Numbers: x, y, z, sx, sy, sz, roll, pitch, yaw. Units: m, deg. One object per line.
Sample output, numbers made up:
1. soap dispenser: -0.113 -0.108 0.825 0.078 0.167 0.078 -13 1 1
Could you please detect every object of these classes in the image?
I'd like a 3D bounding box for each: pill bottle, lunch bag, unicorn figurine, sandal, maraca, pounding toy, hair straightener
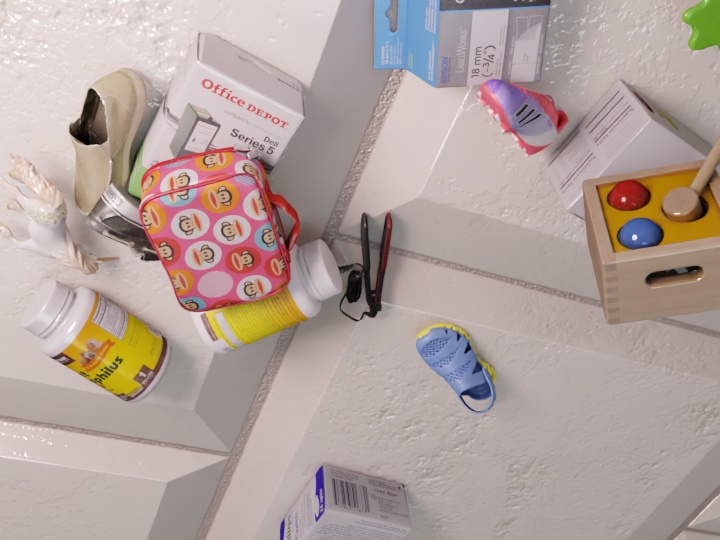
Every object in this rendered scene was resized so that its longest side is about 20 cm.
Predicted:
1. pill bottle: -0.377 0.098 1.156 0.109 0.110 0.200 -37 124 21
2. lunch bag: -0.160 -0.049 0.979 0.173 0.083 0.202 -13 132 -2
3. unicorn figurine: -0.402 -0.057 1.037 0.136 0.074 0.200 30 158 3
4. sandal: 0.162 0.161 1.296 0.079 0.088 0.200 -36 123 22
5. maraca: 0.477 -0.304 0.956 0.197 0.107 0.139 8 120 -14
6. pill bottle: -0.130 0.032 1.128 0.198 0.110 0.110 -23 128 11
7. pounding toy: 0.373 -0.064 0.959 0.197 0.186 0.143 -9 131 12
8. hair straightener: 0.000 0.000 1.183 0.076 0.041 0.202 2 133 -5

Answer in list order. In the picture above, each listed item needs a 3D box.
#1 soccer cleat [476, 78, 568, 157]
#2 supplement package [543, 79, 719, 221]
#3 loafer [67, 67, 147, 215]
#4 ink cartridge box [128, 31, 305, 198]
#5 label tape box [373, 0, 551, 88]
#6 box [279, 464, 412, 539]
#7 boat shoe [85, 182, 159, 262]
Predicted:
1. soccer cleat: 0.201 -0.198 0.990 0.076 0.067 0.199 -38 156 15
2. supplement package: 0.380 -0.125 1.083 0.198 0.112 0.156 25 122 -25
3. loafer: -0.320 -0.151 0.978 0.068 0.075 0.202 -17 137 -52
4. ink cartridge box: -0.177 -0.163 0.992 0.144 0.085 0.201 23 123 -24
5. label tape box: 0.117 -0.292 0.944 0.197 0.064 0.146 -5 129 -5
6. box: -0.033 0.479 1.508 0.182 0.106 0.201 19 123 -22
7. boat shoe: -0.272 -0.048 1.045 0.064 0.071 0.200 -47 148 5
